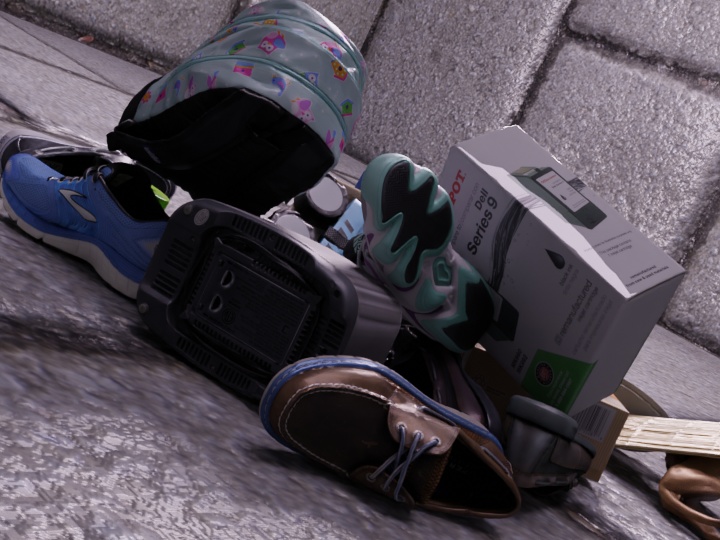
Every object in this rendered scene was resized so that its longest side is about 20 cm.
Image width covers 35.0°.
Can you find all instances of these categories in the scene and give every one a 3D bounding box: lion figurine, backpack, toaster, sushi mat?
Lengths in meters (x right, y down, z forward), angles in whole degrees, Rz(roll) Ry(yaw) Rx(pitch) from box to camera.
[{"bbox_3d":[0.326,0.200,1.079,0.122,0.073,0.199,20,9,30],"label":"lion figurine"},{"bbox_3d":[-0.087,-0.123,0.903,0.166,0.128,0.199,30,-27,-26],"label":"backpack"},{"bbox_3d":[-0.054,0.030,0.836,0.199,0.115,0.129,27,6,22],"label":"toaster"},{"bbox_3d":[0.311,0.161,1.107,0.198,0.012,0.095,0,13,36],"label":"sushi mat"}]

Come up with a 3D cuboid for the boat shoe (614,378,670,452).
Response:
[{"bbox_3d":[0.245,0.135,1.239,0.198,0.075,0.060,20,11,19],"label":"boat shoe"}]

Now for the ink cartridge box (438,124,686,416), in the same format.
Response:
[{"bbox_3d":[0.144,0.000,0.940,0.084,0.147,0.200,-20,53,-37],"label":"ink cartridge box"}]

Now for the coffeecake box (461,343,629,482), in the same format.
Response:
[{"bbox_3d":[0.152,0.109,1.086,0.152,0.074,0.200,23,8,-4],"label":"coffeecake box"}]

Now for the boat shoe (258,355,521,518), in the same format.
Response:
[{"bbox_3d":[0.029,0.111,0.730,0.199,0.073,0.072,20,11,-33],"label":"boat shoe"}]

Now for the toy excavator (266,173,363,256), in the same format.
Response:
[{"bbox_3d":[0.000,0.000,1.099,0.200,0.100,0.195,44,49,-7],"label":"toy excavator"}]

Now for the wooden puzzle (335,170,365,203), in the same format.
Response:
[{"bbox_3d":[0.064,-0.051,1.255,0.199,0.047,0.185,22,-8,45],"label":"wooden puzzle"}]

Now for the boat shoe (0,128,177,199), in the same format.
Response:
[{"bbox_3d":[-0.254,-0.090,1.110,0.199,0.072,0.068,13,13,-46],"label":"boat shoe"}]

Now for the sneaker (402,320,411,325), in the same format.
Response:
[{"bbox_3d":[-0.012,-0.003,1.224,0.199,0.079,0.089,27,11,10],"label":"sneaker"}]

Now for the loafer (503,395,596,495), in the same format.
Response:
[{"bbox_3d":[0.138,0.146,0.892,0.071,0.063,0.200,20,-10,21],"label":"loafer"}]

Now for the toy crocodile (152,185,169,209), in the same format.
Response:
[{"bbox_3d":[-0.167,-0.025,0.991,0.199,0.068,0.062,32,4,25],"label":"toy crocodile"}]

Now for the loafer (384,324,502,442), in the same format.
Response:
[{"bbox_3d":[0.047,0.091,0.925,0.063,0.072,0.200,17,14,-26],"label":"loafer"}]

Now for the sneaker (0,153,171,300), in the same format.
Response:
[{"bbox_3d":[-0.211,-0.055,0.931,0.199,0.090,0.078,28,19,22],"label":"sneaker"}]

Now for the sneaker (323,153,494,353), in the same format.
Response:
[{"bbox_3d":[0.015,-0.022,0.906,0.139,0.078,0.201,24,-29,43],"label":"sneaker"}]
